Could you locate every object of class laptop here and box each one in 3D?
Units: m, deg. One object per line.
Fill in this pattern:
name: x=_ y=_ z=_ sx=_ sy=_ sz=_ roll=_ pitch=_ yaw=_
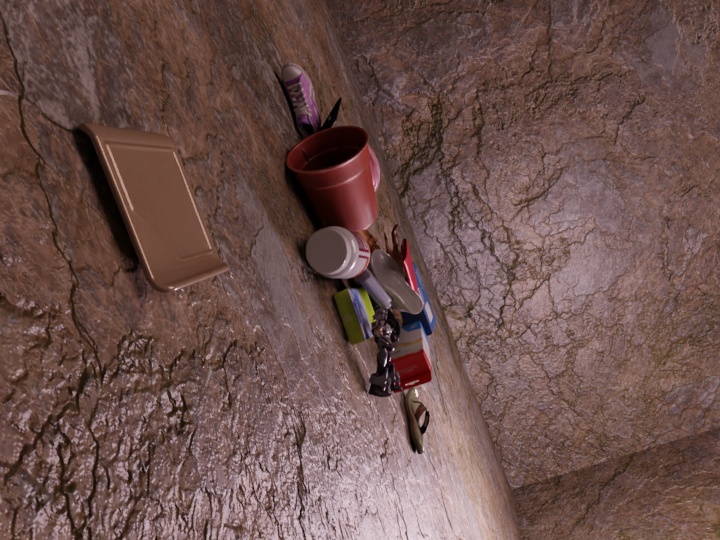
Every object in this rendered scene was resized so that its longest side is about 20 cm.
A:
laptop: x=-0.073 y=-0.334 z=1.761 sx=0.102 sy=0.201 sz=0.178 roll=29 pitch=29 yaw=-15

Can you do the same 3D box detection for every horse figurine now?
horse figurine: x=0.095 y=-0.033 z=1.754 sx=0.201 sy=0.049 sz=0.134 roll=79 pitch=-2 yaw=-54

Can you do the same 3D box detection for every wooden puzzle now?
wooden puzzle: x=-0.240 y=-0.075 z=0.768 sx=0.203 sy=0.037 sz=0.185 roll=65 pitch=12 yaw=-3

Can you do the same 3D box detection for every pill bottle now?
pill bottle: x=-0.049 y=-0.038 z=1.404 sx=0.200 sy=0.108 sz=0.111 roll=6 pitch=64 yaw=-77

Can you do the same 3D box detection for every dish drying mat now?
dish drying mat: x=0.131 y=0.007 z=1.721 sx=0.201 sy=0.018 sz=0.078 roll=71 pitch=15 yaw=-51

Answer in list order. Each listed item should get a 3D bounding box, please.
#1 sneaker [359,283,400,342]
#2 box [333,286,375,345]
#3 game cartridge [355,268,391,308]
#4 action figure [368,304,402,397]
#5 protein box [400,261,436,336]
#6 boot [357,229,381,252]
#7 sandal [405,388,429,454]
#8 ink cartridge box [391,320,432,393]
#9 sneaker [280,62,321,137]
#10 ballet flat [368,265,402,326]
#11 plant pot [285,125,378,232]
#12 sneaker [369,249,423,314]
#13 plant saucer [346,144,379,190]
sneaker: x=0.051 y=0.106 z=1.738 sx=0.091 sy=0.075 sz=0.202 roll=-108 pitch=176 yaw=-63
box: x=-0.007 y=0.103 z=1.515 sx=0.200 sy=0.047 sz=0.124 roll=-2 pitch=71 yaw=-78
game cartridge: x=0.000 y=0.000 z=1.589 sx=0.134 sy=0.041 sz=0.200 roll=55 pitch=0 yaw=-37
action figure: x=0.055 y=0.177 z=1.464 sx=0.130 sy=0.068 sz=0.204 roll=-23 pitch=112 yaw=-71
protein box: x=0.129 y=0.099 z=1.941 sx=0.200 sy=0.133 sz=0.202 roll=-36 pitch=105 yaw=-78
boot: x=0.000 y=-0.082 z=1.715 sx=0.156 sy=0.076 sz=0.200 roll=51 pitch=-6 yaw=15
sandal: x=0.165 y=0.411 z=1.775 sx=0.203 sy=0.056 sz=0.080 roll=-96 pitch=162 yaw=-50
ink cartridge box: x=0.126 y=0.232 z=1.751 sx=0.201 sy=0.114 sz=0.068 roll=-89 pitch=156 yaw=-63
sneaker: x=-0.152 y=-0.437 z=1.698 sx=0.115 sy=0.072 sz=0.202 roll=-88 pitch=155 yaw=-55
ballet flat: x=0.054 y=0.082 z=1.806 sx=0.203 sy=0.067 sz=0.072 roll=67 pitch=22 yaw=-5
plant pot: x=-0.050 y=-0.200 z=1.512 sx=0.202 sy=0.197 sz=0.197 roll=-95 pitch=168 yaw=-54
sneaker: x=0.073 y=0.034 z=1.710 sx=0.201 sy=0.073 sz=0.115 roll=53 pitch=-18 yaw=-12
plant saucer: x=-0.048 y=-0.253 z=1.629 sx=0.051 sy=0.198 sz=0.203 roll=-48 pitch=121 yaw=-44
